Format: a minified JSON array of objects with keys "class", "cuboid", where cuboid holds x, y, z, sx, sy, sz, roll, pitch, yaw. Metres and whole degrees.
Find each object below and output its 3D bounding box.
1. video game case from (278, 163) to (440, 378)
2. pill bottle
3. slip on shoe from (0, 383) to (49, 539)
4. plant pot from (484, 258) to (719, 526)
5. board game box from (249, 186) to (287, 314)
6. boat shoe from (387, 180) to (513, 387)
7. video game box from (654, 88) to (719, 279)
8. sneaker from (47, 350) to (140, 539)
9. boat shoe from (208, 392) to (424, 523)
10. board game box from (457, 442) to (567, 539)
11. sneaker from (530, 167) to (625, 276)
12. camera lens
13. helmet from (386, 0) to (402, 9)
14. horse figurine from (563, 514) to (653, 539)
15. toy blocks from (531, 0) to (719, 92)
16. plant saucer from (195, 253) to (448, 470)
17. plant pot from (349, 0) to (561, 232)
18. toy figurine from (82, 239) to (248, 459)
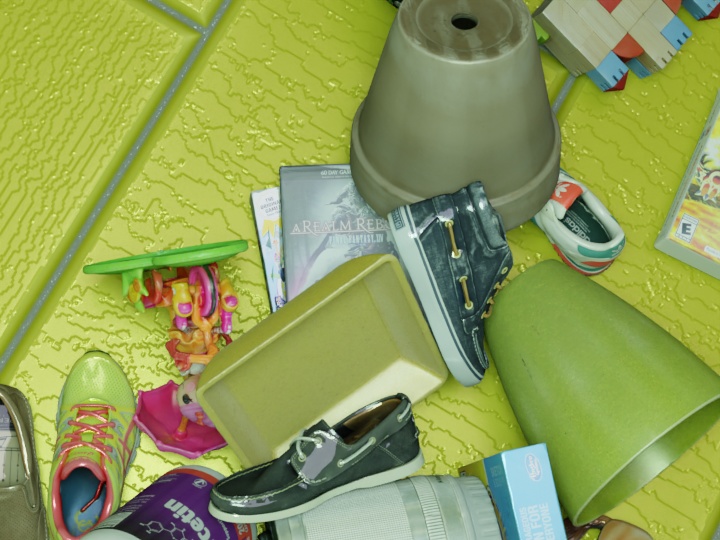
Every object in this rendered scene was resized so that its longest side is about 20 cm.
[{"class":"video game case","cuboid":[0.000,0.000,1.404,0.141,0.019,0.202,-3,81,-7]},{"class":"pill bottle","cuboid":[-0.176,0.249,1.272,0.111,0.200,0.114,8,110,22]},{"class":"slip on shoe","cuboid":[-0.314,0.200,1.341,0.075,0.061,0.202,-1,79,-7]},{"class":"plant pot","cuboid":[0.204,0.093,1.376,0.186,0.187,0.200,-34,70,-12]},{"class":"board game box","cuboid":[0.004,-0.023,1.435,0.198,0.034,0.136,-10,80,-9]},{"class":"boat shoe","cuboid":[0.098,0.016,1.329,0.090,0.071,0.201,-20,127,7]},{"class":"video game box","cuboid":[0.414,-0.064,1.488,0.199,0.047,0.183,25,75,-2]},{"class":"sneaker","cuboid":[-0.236,0.163,1.338,0.077,0.090,0.202,1,70,-4]},{"class":"boat shoe","cuboid":[-0.040,0.159,1.291,0.198,0.072,0.068,-17,113,-23]},{"class":"board game box","cuboid":[0.136,0.235,1.317,0.040,0.200,0.154,-10,80,-9]},{"class":"sneaker","cuboid":[0.175,-0.081,1.437,0.200,0.093,0.070,44,77,3]},{"class":"camera lens","cuboid":[0.016,0.266,1.317,0.198,0.160,0.162,-7,80,-8]},{"class":"helmet","cuboid":[0.089,-0.333,1.428,0.198,0.191,0.202,2,98,15]},{"class":"horse figurine","cuboid":[0.250,0.290,1.394,0.200,0.050,0.133,42,65,8]},{"class":"toy blocks","cuboid":[0.262,-0.251,1.489,0.137,0.100,0.200,44,77,-9]},{"class":"plant saucer","cuboid":[-0.036,0.085,1.305,0.199,0.201,0.049,-35,51,-7]},{"class":"plant pot","cuboid":[0.089,-0.158,1.351,0.198,0.174,0.201,1,48,-1]},{"class":"toy figurine","cuboid":[-0.148,0.074,1.337,0.149,0.199,0.186,-11,94,-29]}]
